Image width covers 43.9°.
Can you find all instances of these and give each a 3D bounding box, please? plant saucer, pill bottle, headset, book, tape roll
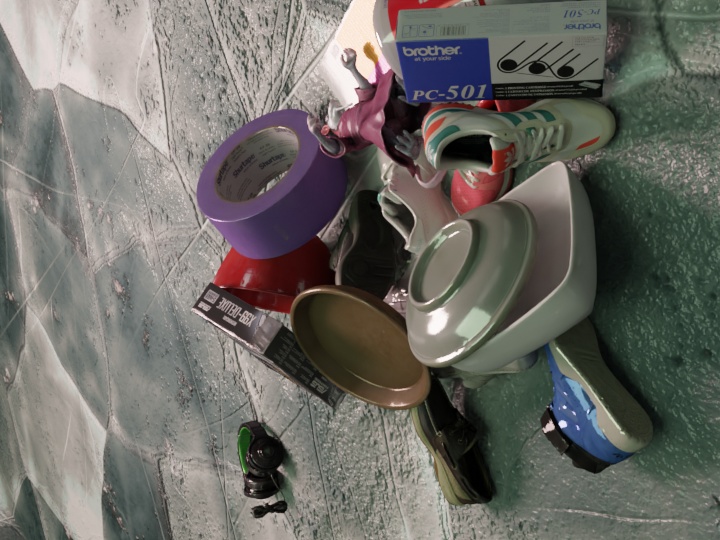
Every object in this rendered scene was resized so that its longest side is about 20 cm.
[{"bbox_3d":[0.003,0.091,1.091,0.199,0.030,0.201,24,142,20],"label":"plant saucer"},{"bbox_3d":[0.119,-0.279,0.932,0.199,0.112,0.114,-16,91,38],"label":"pill bottle"},{"bbox_3d":[0.102,0.002,0.947,0.200,0.050,0.201,-46,25,28],"label":"plant saucer"},{"bbox_3d":[-0.184,0.355,1.575,0.200,0.093,0.125,46,136,47],"label":"headset"},{"bbox_3d":[0.027,-0.273,1.122,0.134,0.048,0.200,57,140,15],"label":"book"},{"bbox_3d":[-0.121,-0.120,1.231,0.199,0.201,0.085,26,161,44],"label":"tape roll"}]

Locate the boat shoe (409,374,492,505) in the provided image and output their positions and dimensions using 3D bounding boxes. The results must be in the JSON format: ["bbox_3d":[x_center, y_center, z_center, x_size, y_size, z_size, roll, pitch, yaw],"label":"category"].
[{"bbox_3d":[0.122,0.216,1.156,0.064,0.073,0.202,-6,118,36],"label":"boat shoe"}]

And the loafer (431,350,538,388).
[{"bbox_3d":[0.146,0.108,1.095,0.199,0.069,0.070,-1,112,61],"label":"loafer"}]

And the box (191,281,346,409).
[{"bbox_3d":[-0.119,0.106,1.239,0.157,0.050,0.200,26,167,38],"label":"box"}]

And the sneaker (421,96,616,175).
[{"bbox_3d":[0.159,-0.125,0.898,0.094,0.197,0.071,-83,-9,-55],"label":"sneaker"}]

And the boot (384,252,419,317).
[{"bbox_3d":[0.073,0.020,1.163,0.199,0.073,0.097,0,94,46],"label":"boot"}]

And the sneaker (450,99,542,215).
[{"bbox_3d":[0.134,-0.140,1.001,0.074,0.086,0.201,50,137,29],"label":"sneaker"}]

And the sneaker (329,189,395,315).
[{"bbox_3d":[0.000,0.000,1.178,0.115,0.075,0.201,108,169,-47],"label":"sneaker"}]

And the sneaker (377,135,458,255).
[{"bbox_3d":[0.052,-0.099,1.097,0.076,0.088,0.201,-60,42,38],"label":"sneaker"}]

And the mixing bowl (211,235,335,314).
[{"bbox_3d":[-0.114,-0.003,1.306,0.199,0.199,0.110,-2,74,51],"label":"mixing bowl"}]

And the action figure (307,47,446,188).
[{"bbox_3d":[0.020,-0.185,1.093,0.149,0.135,0.199,37,163,-23],"label":"action figure"}]

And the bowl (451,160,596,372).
[{"bbox_3d":[0.173,0.008,0.948,0.200,0.074,0.201,-38,29,38],"label":"bowl"}]

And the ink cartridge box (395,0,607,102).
[{"bbox_3d":[0.139,-0.213,0.880,0.094,0.198,0.045,69,-155,-59],"label":"ink cartridge box"}]

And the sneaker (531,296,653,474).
[{"bbox_3d":[0.226,0.128,0.991,0.201,0.076,0.111,58,138,20],"label":"sneaker"}]
